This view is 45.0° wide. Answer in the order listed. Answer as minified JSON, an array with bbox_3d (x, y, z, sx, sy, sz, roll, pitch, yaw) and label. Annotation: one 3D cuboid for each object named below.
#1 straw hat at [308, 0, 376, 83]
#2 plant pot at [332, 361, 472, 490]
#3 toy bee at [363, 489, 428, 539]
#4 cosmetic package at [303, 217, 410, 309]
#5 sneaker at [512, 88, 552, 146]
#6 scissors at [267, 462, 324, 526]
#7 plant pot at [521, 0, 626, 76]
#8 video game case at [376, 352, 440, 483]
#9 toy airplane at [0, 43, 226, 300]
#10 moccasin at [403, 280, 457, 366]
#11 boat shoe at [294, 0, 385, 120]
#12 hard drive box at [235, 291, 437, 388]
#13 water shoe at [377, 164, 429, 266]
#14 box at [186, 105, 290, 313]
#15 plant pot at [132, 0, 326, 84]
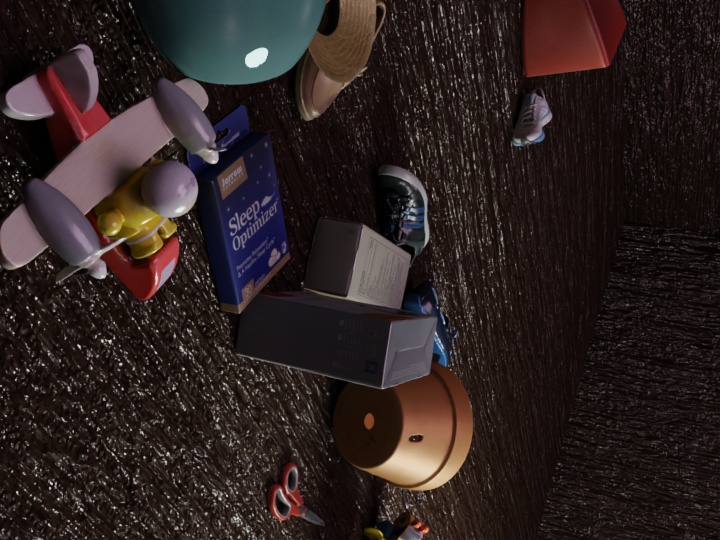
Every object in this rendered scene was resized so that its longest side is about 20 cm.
[{"bbox_3d":[-0.061,-0.314,0.982,0.200,0.084,0.205,-13,105,-63],"label":"straw hat"},{"bbox_3d":[0.052,0.230,1.320,0.139,0.198,0.203,16,84,-49],"label":"plant pot"},{"bbox_3d":[0.066,0.461,1.508,0.129,0.108,0.203,16,70,-22],"label":"toy bee"},{"bbox_3d":[0.000,0.000,1.241,0.200,0.070,0.107,30,71,-64],"label":"cosmetic package"},{"bbox_3d":[0.387,-0.355,1.990,0.201,0.074,0.088,-61,142,-50],"label":"sneaker"},{"bbox_3d":[-0.090,0.346,1.240,0.201,0.014,0.074,73,32,-46],"label":"scissors"},{"bbox_3d":[0.461,-0.571,1.933,0.201,0.198,0.178,-60,138,-39],"label":"plant pot"},{"bbox_3d":[0.083,0.256,1.507,0.143,0.019,0.202,112,1,-59],"label":"video game case"},{"bbox_3d":[-0.194,-0.084,0.700,0.199,0.139,0.203,23,78,-64],"label":"toy airplane"},{"bbox_3d":[0.137,0.102,1.565,0.068,0.080,0.201,-51,145,-28],"label":"moccasin"},{"bbox_3d":[-0.025,-0.274,1.097,0.072,0.064,0.202,62,43,-53],"label":"boat shoe"},{"bbox_3d":[-0.027,0.079,1.056,0.155,0.197,0.078,2,97,-66],"label":"hard drive box"},{"bbox_3d":[0.066,-0.079,1.360,0.080,0.071,0.201,-65,151,-27],"label":"water shoe"},{"bbox_3d":[-0.133,-0.069,0.975,0.121,0.032,0.202,-51,141,-48],"label":"box"},{"bbox_3d":[-0.115,-0.263,0.761,0.201,0.198,0.163,-52,154,-47],"label":"plant pot"}]
